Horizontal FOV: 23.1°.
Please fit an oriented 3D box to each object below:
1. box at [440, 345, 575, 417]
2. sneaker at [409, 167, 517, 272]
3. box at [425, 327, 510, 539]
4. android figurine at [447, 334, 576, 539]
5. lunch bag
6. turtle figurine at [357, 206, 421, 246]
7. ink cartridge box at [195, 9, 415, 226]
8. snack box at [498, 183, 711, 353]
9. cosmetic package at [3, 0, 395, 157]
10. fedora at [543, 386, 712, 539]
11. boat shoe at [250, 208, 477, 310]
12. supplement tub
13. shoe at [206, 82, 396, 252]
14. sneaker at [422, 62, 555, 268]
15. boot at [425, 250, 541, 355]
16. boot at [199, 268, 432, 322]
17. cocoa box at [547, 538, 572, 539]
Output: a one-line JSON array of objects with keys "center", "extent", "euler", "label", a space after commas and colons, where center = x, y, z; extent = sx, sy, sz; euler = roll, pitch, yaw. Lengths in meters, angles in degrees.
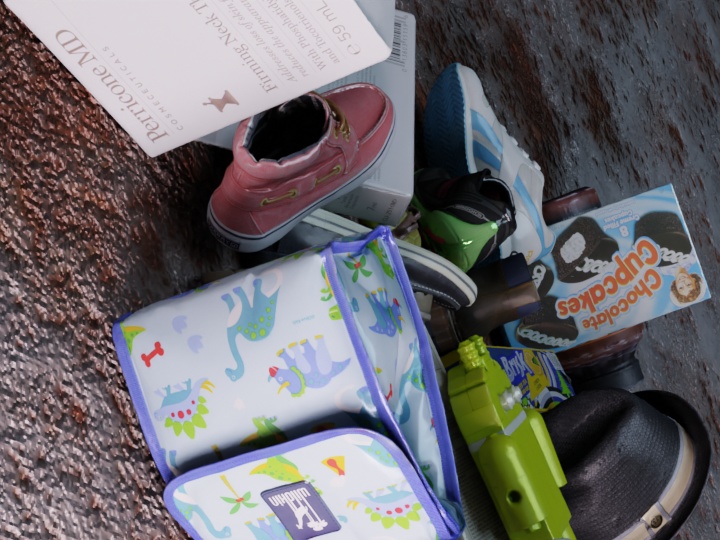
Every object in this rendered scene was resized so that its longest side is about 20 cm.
[{"center": [0.117, 0.108, 1.522], "extent": [0.200, 0.070, 0.065], "euler": [9, 52, -62], "label": "box"}, {"center": [0.092, -0.049, 1.533], "extent": [0.200, 0.083, 0.077], "euler": [-119, -176, -70], "label": "sneaker"}, {"center": [0.037, 0.141, 1.312], "extent": [0.095, 0.078, 0.201], "euler": [-10, 74, -63], "label": "box"}, {"center": [0.118, 0.144, 1.337], "extent": [0.201, 0.041, 0.182], "euler": [68, 12, 4], "label": "android figurine"}, {"center": [-0.040, 0.094, 1.111], "extent": [0.127, 0.169, 0.201], "euler": [-24, 96, -65], "label": "lunch bag"}, {"center": [0.014, -0.032, 1.431], "extent": [0.162, 0.064, 0.200], "euler": [60, 27, -20], "label": "turtle figurine"}, {"center": [-0.044, -0.139, 1.371], "extent": [0.173, 0.044, 0.201], "euler": [13, 50, -13], "label": "ink cartridge box"}, {"center": [0.219, 0.005, 1.671], "extent": [0.037, 0.199, 0.117], "euler": [144, -74, -84], "label": "snack box"}, {"center": [-0.098, -0.214, 1.179], "extent": [0.167, 0.199, 0.167], "euler": [48, 33, -38], "label": "cosmetic package"}, {"center": [0.195, 0.167, 1.501], "extent": [0.092, 0.200, 0.201], "euler": [47, 34, -34], "label": "fedora"}, {"center": [0.000, 0.000, 1.329], "extent": [0.199, 0.074, 0.063], "euler": [20, 83, -31], "label": "boat shoe"}, {"center": [0.214, 0.026, 1.743], "extent": [0.107, 0.107, 0.201], "euler": [-19, 90, -65], "label": "supplement tub"}, {"center": [-0.029, -0.097, 1.254], "extent": [0.071, 0.091, 0.200], "euler": [38, 49, 12], "label": "shoe"}, {"center": [0.118, -0.096, 1.636], "extent": [0.080, 0.076, 0.201], "euler": [-9, 77, -31], "label": "sneaker"}, {"center": [0.114, 0.027, 1.520], "extent": [0.200, 0.096, 0.075], "euler": [-42, 113, -78], "label": "boot"}, {"center": [-0.035, 0.104, 1.222], "extent": [0.073, 0.181, 0.201], "euler": [176, -76, -81], "label": "boot"}, {"center": [0.039, 0.257, 1.117], "extent": [0.131, 0.199, 0.134], "euler": [10, 64, -61], "label": "cocoa box"}]
